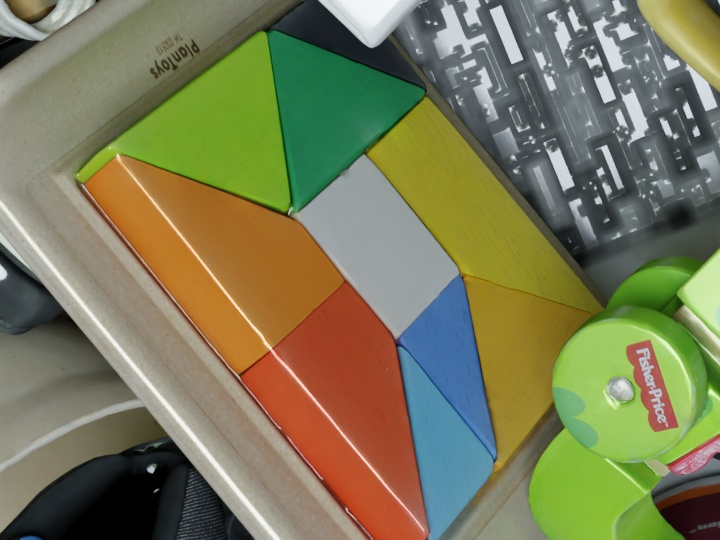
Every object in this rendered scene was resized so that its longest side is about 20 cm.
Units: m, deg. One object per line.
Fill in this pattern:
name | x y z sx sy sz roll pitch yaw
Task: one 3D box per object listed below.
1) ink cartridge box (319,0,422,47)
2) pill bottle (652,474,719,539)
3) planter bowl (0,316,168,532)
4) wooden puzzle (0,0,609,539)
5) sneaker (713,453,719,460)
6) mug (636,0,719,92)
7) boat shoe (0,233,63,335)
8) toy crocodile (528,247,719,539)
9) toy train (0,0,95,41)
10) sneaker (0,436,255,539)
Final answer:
ink cartridge box | 0.049 -0.164 0.721 0.084 0.146 0.200 44 104 -4
pill bottle | 0.106 0.134 0.743 0.113 0.200 0.115 2 102 8
planter bowl | -0.142 0.087 0.789 0.134 0.200 0.201 34 105 27
wooden puzzle | 0.000 0.000 0.744 0.037 0.185 0.201 -31 98 36
sneaker | 0.191 0.045 0.769 0.199 0.091 0.067 25 147 12
mug | 0.178 -0.117 0.735 0.153 0.186 0.150 37 71 -9
boat shoe | -0.149 -0.040 0.782 0.201 0.074 0.063 41 97 30
toy crocodile | 0.110 0.003 0.703 0.062 0.067 0.200 43 115 4
toy train | -0.090 -0.159 0.767 0.149 0.056 0.201 21 108 -20
sneaker | -0.080 0.133 0.688 0.073 0.112 0.201 8 59 23
